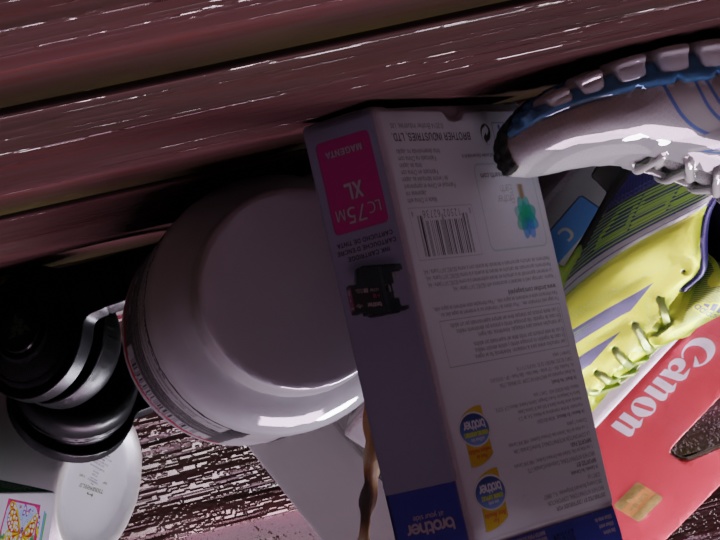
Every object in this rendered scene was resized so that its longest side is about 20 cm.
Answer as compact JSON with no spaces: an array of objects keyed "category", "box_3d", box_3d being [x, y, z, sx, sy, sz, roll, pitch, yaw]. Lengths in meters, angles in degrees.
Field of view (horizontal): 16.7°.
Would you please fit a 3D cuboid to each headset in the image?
[{"category":"headset","box_3d":[-0.154,0.036,1.212,0.200,0.094,0.124,-22,153,-6]}]

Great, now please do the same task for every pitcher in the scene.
[{"category":"pitcher","box_3d":[-0.233,0.091,1.302,0.200,0.121,0.172,10,172,27]}]

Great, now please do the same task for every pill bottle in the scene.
[{"category":"pill bottle","box_3d":[-0.041,0.018,1.059,0.111,0.111,0.200,-13,177,-12]}]

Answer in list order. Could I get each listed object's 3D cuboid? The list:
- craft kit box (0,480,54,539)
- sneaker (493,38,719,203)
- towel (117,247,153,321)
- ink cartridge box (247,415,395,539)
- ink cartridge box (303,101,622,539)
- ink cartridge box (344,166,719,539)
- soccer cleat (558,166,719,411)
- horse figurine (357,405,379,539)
[{"category":"craft kit box","box_3d":[-0.276,0.107,1.147,0.200,0.049,0.198,8,-179,19]},{"category":"sneaker","box_3d":[0.152,-0.050,0.969,0.200,0.087,0.075,-12,177,-13]},{"category":"towel","box_3d":[-0.123,0.009,1.333,0.144,0.023,0.200,-17,178,11]},{"category":"ink cartridge box","box_3d":[0.045,0.089,1.319,0.200,0.146,0.085,-2,136,-53]},{"category":"ink cartridge box","box_3d":[0.043,0.036,0.947,0.042,0.200,0.119,-18,174,31]},{"category":"ink cartridge box","box_3d":[0.120,0.048,1.154,0.200,0.176,0.045,-51,-167,29]},{"category":"soccer cleat","box_3d":[0.121,0.011,1.063,0.200,0.084,0.065,-64,170,29]},{"category":"horse figurine","box_3d":[0.031,0.052,1.081,0.050,0.133,0.200,10,144,-3]}]
